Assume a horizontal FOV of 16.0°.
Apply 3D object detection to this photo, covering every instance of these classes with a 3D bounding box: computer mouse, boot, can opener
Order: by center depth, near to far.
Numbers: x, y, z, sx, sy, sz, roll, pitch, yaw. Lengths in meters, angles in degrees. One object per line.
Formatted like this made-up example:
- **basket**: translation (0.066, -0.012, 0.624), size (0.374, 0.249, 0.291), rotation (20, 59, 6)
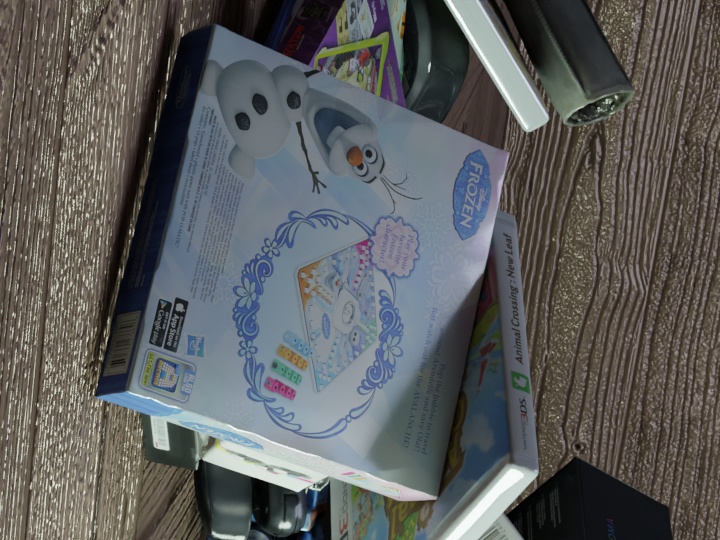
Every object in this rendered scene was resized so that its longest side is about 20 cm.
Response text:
- **can opener**: translation (-0.059, 0.071, 1.602), size (0.063, 0.078, 0.202), rotation (-28, -124, 57)
- **boot**: translation (0.129, -0.198, 1.778), size (0.072, 0.201, 0.182), rotation (-38, 174, 21)
- **computer mouse**: translation (0.036, -0.144, 1.807), size (0.200, 0.052, 0.139), rotation (121, -42, -62)

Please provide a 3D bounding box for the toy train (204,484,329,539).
- **toy train**: translation (-0.061, 0.157, 1.709), size (0.200, 0.086, 0.115), rotation (41, 54, -85)

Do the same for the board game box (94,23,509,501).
- **board game box**: translation (-0.027, -0.001, 1.358), size (0.043, 0.198, 0.201), rotation (-11, -117, 57)

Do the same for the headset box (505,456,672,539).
- **headset box**: translation (0.134, 0.255, 1.781), size (0.200, 0.092, 0.175), rotation (-44, -150, 32)

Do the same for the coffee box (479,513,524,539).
- **coffee box**: translation (0.016, 0.229, 1.703), size (0.200, 0.080, 0.114), rotation (-37, 176, -7)

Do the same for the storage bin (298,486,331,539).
- **storage bin**: translation (-0.010, 0.166, 1.923), size (0.146, 0.133, 0.201), rotation (85, 16, -66)

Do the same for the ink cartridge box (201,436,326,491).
- **ink cartridge box**: translation (-0.039, 0.061, 1.497), size (0.200, 0.067, 0.116), rotation (140, -31, -76)

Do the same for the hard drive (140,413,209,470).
- **hard drive**: translation (-0.085, -0.006, 1.462), size (0.140, 0.038, 0.201), rotation (91, 11, -55)

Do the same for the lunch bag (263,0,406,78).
- **lunch bag**: translation (-0.020, -0.134, 1.654), size (0.161, 0.075, 0.201), rotation (89, 14, -48)

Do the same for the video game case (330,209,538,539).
- **video game case**: translation (0.036, 0.093, 1.435), size (0.200, 0.022, 0.183), rotation (-52, -151, 40)

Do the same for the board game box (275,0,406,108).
- **board game box**: translation (-0.010, -0.086, 1.526), size (0.201, 0.032, 0.121), rotation (78, 28, -50)

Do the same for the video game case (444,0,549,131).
- **video game case**: translation (0.055, -0.211, 1.698), size (0.200, 0.023, 0.182), rotation (56, 10, -34)
